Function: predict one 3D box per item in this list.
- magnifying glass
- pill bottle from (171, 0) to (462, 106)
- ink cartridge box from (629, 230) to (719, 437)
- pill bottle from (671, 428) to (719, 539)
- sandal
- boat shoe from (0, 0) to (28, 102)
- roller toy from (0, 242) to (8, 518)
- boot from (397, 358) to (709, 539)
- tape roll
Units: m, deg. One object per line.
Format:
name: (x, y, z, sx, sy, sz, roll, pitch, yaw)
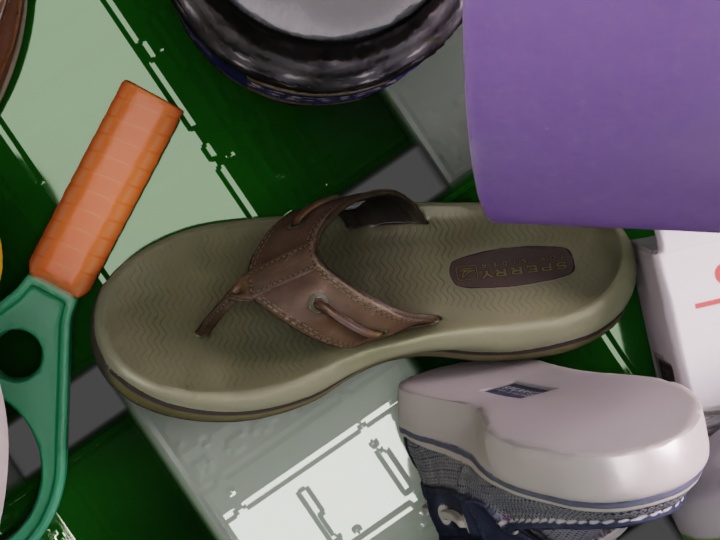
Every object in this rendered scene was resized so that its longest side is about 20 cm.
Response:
magnifying glass: (-0.123, 0.024, 0.929, 0.079, 0.022, 0.201, 28, 93, -3)
pill bottle: (-0.013, -0.113, 0.836, 0.111, 0.200, 0.112, 0, 92, -2)
ink cartridge box: (0.169, 0.035, 0.918, 0.115, 0.067, 0.201, -12, 94, -1)
pill bottle: (0.194, 0.134, 0.836, 0.111, 0.111, 0.201, -29, 97, -1)
sandal: (0.001, -0.001, 0.901, 0.200, 0.057, 0.080, -11, 58, -8)
boat shoe: (-0.189, -0.042, 0.895, 0.076, 0.072, 0.200, 36, 91, -4)
roller toy: (-0.209, 0.055, 0.784, 0.182, 0.140, 0.201, -1, 74, 18)
boot: (0.069, 0.085, 0.854, 0.072, 0.200, 0.091, -12, 97, -13)
tape roll: (0.087, -0.113, 0.802, 0.085, 0.200, 0.201, 2, 93, 10)
